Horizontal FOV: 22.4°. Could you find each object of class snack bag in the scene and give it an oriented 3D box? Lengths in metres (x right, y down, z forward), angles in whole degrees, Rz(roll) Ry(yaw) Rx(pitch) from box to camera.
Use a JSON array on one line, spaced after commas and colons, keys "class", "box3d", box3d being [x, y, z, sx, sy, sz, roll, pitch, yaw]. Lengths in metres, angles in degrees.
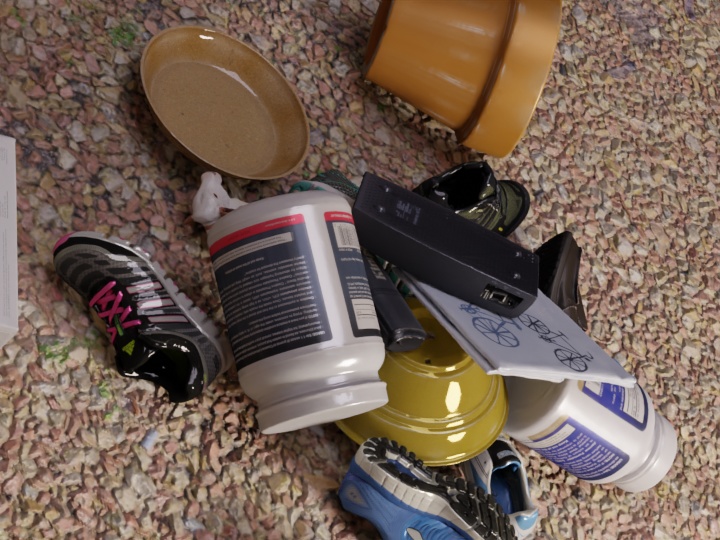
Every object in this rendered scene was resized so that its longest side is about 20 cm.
[{"class": "snack bag", "box3d": [0.150, 0.055, 1.784, 0.199, 0.022, 0.189, 8, 26, -40]}]

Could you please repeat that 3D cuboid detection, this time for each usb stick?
[{"class": "usb stick", "box3d": [0.000, 0.000, 1.767, 0.055, 0.033, 0.201, 1, 45, -41]}]

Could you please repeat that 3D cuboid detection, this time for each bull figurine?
[{"class": "bull figurine", "box3d": [-0.084, -0.024, 1.814, 0.200, 0.065, 0.121, 48, 42, -1]}]

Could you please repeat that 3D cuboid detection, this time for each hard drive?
[{"class": "hard drive", "box3d": [0.081, -0.024, 1.799, 0.199, 0.043, 0.135, 26, 21, -4]}]

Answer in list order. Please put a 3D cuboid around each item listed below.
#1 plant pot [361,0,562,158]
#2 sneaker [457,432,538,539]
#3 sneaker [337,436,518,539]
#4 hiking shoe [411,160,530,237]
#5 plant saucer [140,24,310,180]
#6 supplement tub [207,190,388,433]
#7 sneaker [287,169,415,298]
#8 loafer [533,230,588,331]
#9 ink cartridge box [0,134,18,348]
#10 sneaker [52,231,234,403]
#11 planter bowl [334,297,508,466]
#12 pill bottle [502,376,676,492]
[{"class": "plant pot", "box3d": [0.106, -0.249, 2.047, 0.182, 0.201, 0.201, 17, 50, -9]}, {"class": "sneaker", "box3d": [0.125, 0.176, 1.821, 0.071, 0.072, 0.201, -5, 61, -39]}, {"class": "sneaker", "box3d": [0.065, 0.241, 1.738, 0.199, 0.089, 0.079, 33, 27, -9]}, {"class": "hiking shoe", "box3d": [0.129, -0.076, 1.995, 0.199, 0.101, 0.076, -11, 69, -43]}, {"class": "plant saucer", "box3d": [-0.145, -0.164, 1.873, 0.199, 0.035, 0.201, 23, 43, -23]}, {"class": "supplement tub", "box3d": [-0.056, 0.039, 1.683, 0.140, 0.140, 0.202, -5, 78, -41]}, {"class": "sneaker", "box3d": [0.020, -0.040, 1.898, 0.200, 0.078, 0.091, 40, 32, 0]}, {"class": "loafer", "box3d": [0.214, 0.049, 2.007, 0.071, 0.073, 0.201, 31, 56, -23]}, {"class": "ink cartridge box", "box3d": [-0.390, -0.033, 1.560, 0.175, 0.084, 0.201, 15, 53, -31]}, {"class": "sneaker", "box3d": [-0.205, 0.047, 1.661, 0.200, 0.074, 0.088, 42, 37, -14]}, {"class": "planter bowl", "box3d": [0.061, 0.088, 1.788, 0.199, 0.084, 0.201, 9, 45, -9]}, {"class": "pill bottle", "box3d": [0.237, 0.153, 1.903, 0.199, 0.119, 0.120, 34, 44, -35]}]
